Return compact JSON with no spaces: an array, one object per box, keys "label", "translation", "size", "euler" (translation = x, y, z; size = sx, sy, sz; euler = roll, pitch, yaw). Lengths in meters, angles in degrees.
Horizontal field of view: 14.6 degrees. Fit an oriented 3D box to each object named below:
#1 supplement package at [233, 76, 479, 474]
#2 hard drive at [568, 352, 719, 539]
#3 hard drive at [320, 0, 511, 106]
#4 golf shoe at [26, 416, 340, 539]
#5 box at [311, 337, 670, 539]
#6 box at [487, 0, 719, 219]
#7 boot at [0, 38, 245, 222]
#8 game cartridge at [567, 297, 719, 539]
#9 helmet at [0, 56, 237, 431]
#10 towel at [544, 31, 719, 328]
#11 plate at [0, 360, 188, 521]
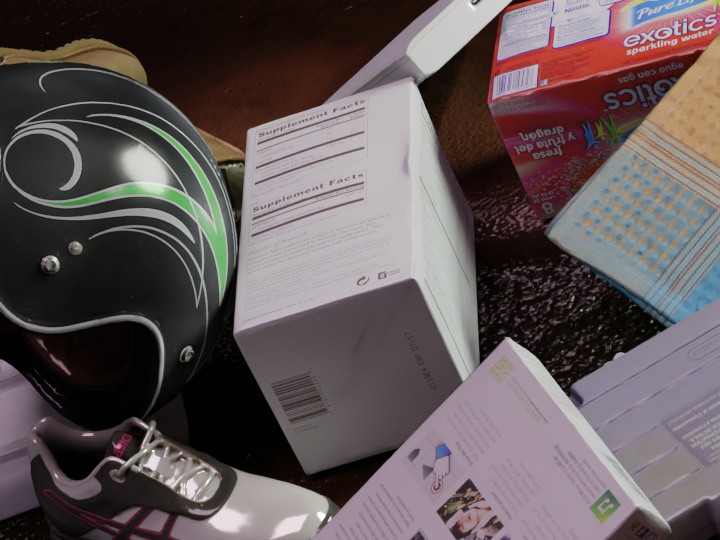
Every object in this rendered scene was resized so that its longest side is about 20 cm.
[{"label":"supplement package","translation":[0.000,0.000,1.611],"size":[0.109,0.114,0.201],"euler":[-17,34,13]},{"label":"hard drive","translation":[0.118,0.133,1.427],"size":[0.200,0.038,0.139],"euler":[-41,37,-21]},{"label":"hard drive","translation":[0.042,-0.142,1.755],"size":[0.132,0.026,0.200],"euler":[-44,6,-23]},{"label":"golf shoe","translation":[-0.102,0.129,1.536],"size":[0.199,0.088,0.077],"euler":[2,42,33]},{"label":"box","translation":[0.044,0.149,1.381],"size":[0.200,0.036,0.144],"euler":[-45,42,8]},{"label":"box","translation":[0.184,-0.115,1.651],"size":[0.199,0.096,0.100],"euler":[-14,37,19]},{"label":"boot","translation":[-0.140,-0.087,1.853],"size":[0.199,0.067,0.175],"euler":[26,21,30]},{"label":"game cartridge","translation":[0.203,0.061,1.406],"size":[0.199,0.039,0.130],"euler":[-29,41,-10]},{"label":"helmet","translation":[-0.162,-0.015,1.576],"size":[0.200,0.190,0.201],"euler":[-23,60,49]},{"label":"towel","translation":[0.216,-0.054,1.529],"size":[0.147,0.022,0.200],"euler":[39,87,30]},{"label":"plate","translation":[-0.215,0.050,1.691],"size":[0.199,0.032,0.201],"euler":[-20,60,9]}]
